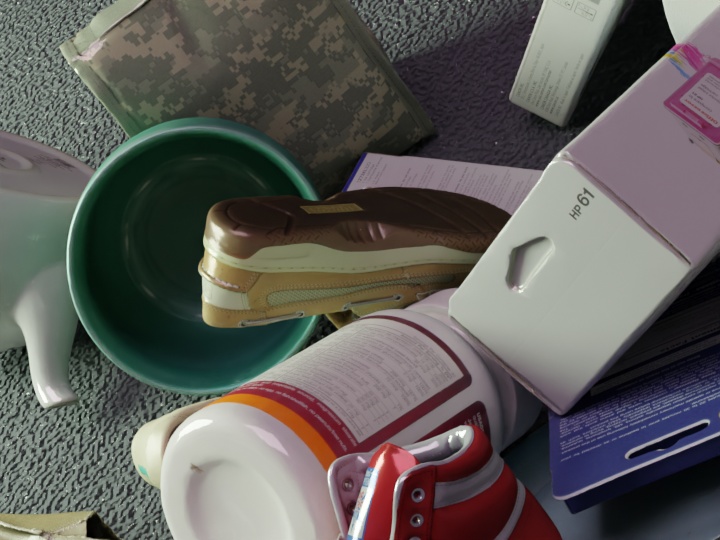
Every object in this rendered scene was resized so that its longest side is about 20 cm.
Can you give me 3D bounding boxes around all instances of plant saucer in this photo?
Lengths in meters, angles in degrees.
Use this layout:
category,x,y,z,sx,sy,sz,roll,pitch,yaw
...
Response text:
category,x,y,z,sx,sy,sz,roll,pitch,yaw
plant saucer,0.140,0.106,0.918,0.200,0.027,0.200,-26,18,9

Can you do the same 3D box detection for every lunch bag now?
category,x,y,z,sx,sy,sz,roll,pitch,yaw
lunch bag,-0.076,-0.129,1.183,0.164,0.200,0.118,-35,43,2

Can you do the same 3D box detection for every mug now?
category,x,y,z,sx,sy,sz,roll,pitch,yaw
mug,-0.095,0.002,1.100,0.151,0.186,0.114,9,9,-5

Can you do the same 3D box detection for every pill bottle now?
category,x,y,z,sx,sy,sz,roll,pitch,yaw
pill bottle,0.003,0.084,0.939,0.109,0.110,0.200,8,23,37

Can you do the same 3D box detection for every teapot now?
category,x,y,z,sx,sy,sz,roll,pitch,yaw
teapot,-0.265,-0.010,1.242,0.200,0.197,0.147,-105,32,-73

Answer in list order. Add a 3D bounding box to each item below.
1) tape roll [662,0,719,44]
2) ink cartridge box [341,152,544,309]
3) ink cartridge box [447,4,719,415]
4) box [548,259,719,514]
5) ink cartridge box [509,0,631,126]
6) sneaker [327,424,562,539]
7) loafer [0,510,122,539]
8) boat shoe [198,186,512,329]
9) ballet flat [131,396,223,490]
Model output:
category,x,y,z,sx,sy,sz,roll,pitch,yaw
tape roll,0.269,-0.194,1.017,0.139,0.203,0.203,12,61,38
ink cartridge box,0.067,-0.018,1.116,0.200,0.037,0.095,10,61,35
ink cartridge box,0.150,-0.039,0.936,0.085,0.145,0.200,43,52,9
box,0.152,0.059,0.935,0.121,0.032,0.200,-24,16,14
ink cartridge box,0.159,-0.204,1.109,0.045,0.200,0.176,28,66,5
sneaker,0.000,0.148,0.788,0.200,0.113,0.071,-39,18,-26
loafer,-0.171,0.172,1.081,0.200,0.076,0.068,19,64,31
boat shoe,0.000,0.000,1.027,0.199,0.076,0.072,-1,25,-29
ballet flat,-0.037,0.084,1.032,0.199,0.070,0.069,-10,30,-35
